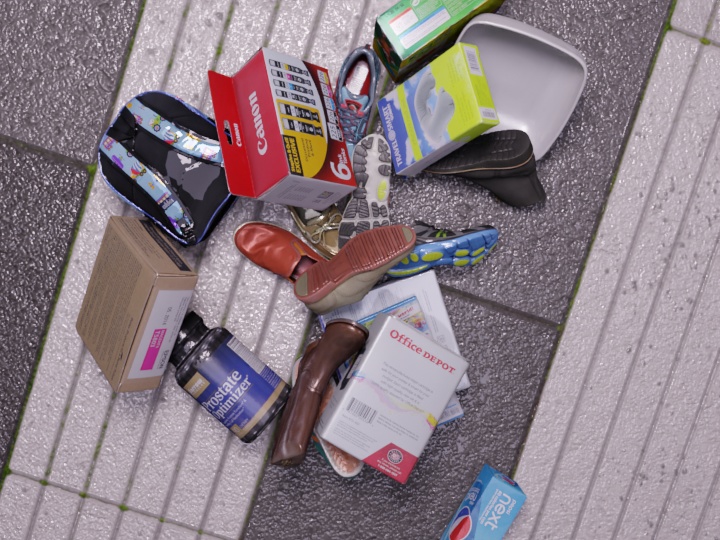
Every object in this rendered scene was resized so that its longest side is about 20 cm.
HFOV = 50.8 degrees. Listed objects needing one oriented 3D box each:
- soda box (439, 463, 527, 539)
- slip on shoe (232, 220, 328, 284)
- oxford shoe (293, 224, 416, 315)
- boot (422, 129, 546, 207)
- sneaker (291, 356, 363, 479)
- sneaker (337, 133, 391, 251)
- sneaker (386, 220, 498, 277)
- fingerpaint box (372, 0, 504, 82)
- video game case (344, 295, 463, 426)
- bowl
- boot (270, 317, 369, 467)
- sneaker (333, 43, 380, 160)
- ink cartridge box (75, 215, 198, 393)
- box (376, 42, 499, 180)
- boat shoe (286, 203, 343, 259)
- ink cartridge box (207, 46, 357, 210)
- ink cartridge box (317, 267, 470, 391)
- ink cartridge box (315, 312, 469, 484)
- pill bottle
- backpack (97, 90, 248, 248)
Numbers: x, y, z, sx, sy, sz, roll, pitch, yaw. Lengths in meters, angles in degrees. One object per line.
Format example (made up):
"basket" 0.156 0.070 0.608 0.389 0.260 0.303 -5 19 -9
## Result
"soda box" 0.183 0.422 1.221 0.067 0.064 0.202 30 92 -4
"slip on shoe" -0.109 -0.016 1.179 0.199 0.061 0.075 31 95 -3
"oxford shoe" 0.000 0.000 1.122 0.198 0.071 0.074 -27 135 12
"boot" 0.181 -0.145 1.175 0.198 0.139 0.078 8 63 33
"sneaker" -0.058 0.236 1.198 0.071 0.080 0.202 -20 73 -16
"sneaker" 0.014 -0.105 1.154 0.076 0.085 0.203 12 101 1
"sneaker" 0.120 -0.047 1.172 0.197 0.071 0.083 -10 52 -8
"fingerpaint box" 0.116 -0.374 1.104 0.199 0.167 0.074 -35 93 2
"video game case" 0.059 0.160 1.178 0.142 0.018 0.202 -23 95 1
"bowl" 0.221 -0.278 1.128 0.198 0.075 0.201 22 136 -1
"boot" -0.063 0.181 1.077 0.064 0.186 0.202 27 57 -10
"sneaker" -0.020 -0.244 1.146 0.078 0.096 0.203 11 94 -2
"ink cartridge box" -0.330 0.048 1.103 0.165 0.075 0.202 42 116 36
"box" 0.100 -0.224 1.098 0.047 0.199 0.124 -4 75 -42
"boat shoe" -0.078 -0.100 1.171 0.073 0.063 0.202 -32 96 0
"ink cartridge box" -0.112 -0.200 1.074 0.083 0.174 0.203 -28 68 39
"ink cartridge box" 0.052 0.120 1.204 0.197 0.041 0.202 -18 95 0
"ink cartridge box" 0.046 0.183 1.116 0.145 0.083 0.202 31 85 -8
"pill bottle" -0.212 0.160 1.164 0.200 0.112 0.112 42 92 -5
"backpack" -0.275 -0.157 1.125 0.199 0.135 0.184 35 93 -5
